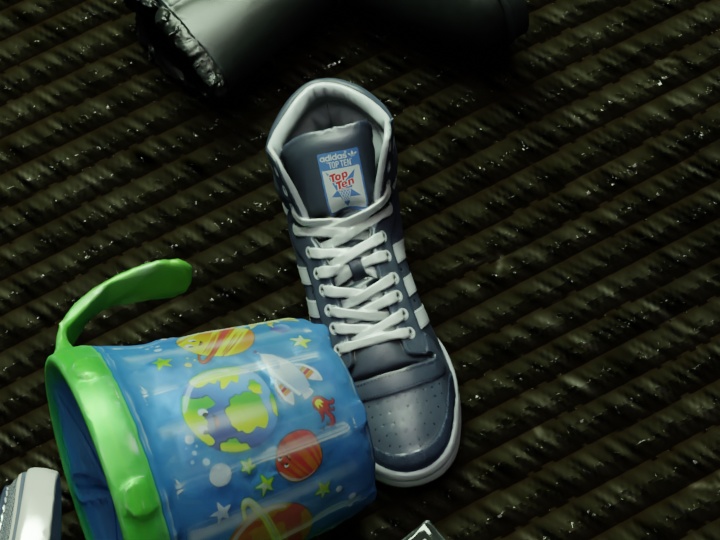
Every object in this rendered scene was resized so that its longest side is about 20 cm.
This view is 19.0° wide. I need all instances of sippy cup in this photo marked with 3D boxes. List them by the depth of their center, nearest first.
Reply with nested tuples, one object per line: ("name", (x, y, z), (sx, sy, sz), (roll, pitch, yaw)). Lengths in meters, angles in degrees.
("sippy cup", (-0.067, 0.085, 1.007), (0.129, 0.139, 0.180), (-18, 99, -17))

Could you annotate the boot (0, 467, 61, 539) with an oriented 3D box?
("boot", (-0.192, 0.182, 0.986), (0.089, 0.073, 0.202), (6, 62, -1))

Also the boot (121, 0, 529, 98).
("boot", (-0.027, -0.148, 1.161), (0.162, 0.074, 0.198), (-35, 56, -17))

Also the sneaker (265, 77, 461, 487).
("sneaker", (0.000, 0.000, 1.053), (0.069, 0.109, 0.201), (-13, 60, -2))

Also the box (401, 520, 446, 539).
("box", (0.031, 0.226, 0.869), (0.124, 0.201, 0.149), (-35, 63, -16))
